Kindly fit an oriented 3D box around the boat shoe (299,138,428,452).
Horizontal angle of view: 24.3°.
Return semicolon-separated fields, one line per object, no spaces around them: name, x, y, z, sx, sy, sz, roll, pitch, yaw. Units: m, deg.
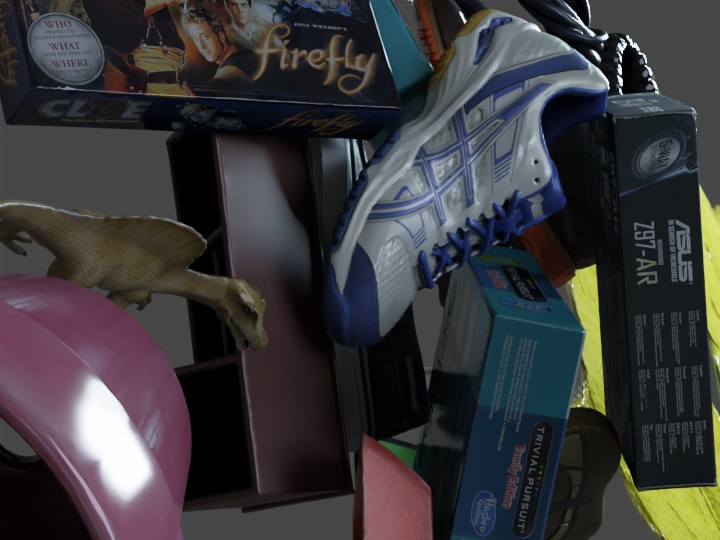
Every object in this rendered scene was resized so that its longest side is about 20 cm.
boat shoe;0.000;0.000;0.921;0.071;0.072;0.201;-13;112;-19

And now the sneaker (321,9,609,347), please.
sneaker;0.055;-0.041;0.845;0.200;0.088;0.075;-59;163;-14

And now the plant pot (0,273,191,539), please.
plant pot;-0.143;0.084;0.579;0.179;0.199;0.201;-52;124;-72

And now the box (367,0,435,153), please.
box;0.020;-0.097;0.965;0.082;0.049;0.200;63;3;20

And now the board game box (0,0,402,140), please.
board game box;-0.084;-0.132;0.804;0.200;0.035;0.136;-1;66;-36

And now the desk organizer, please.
desk organizer;-0.065;0.019;0.841;0.077;0.072;0.201;8;72;-56

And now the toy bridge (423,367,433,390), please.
toy bridge;0.075;0.078;1.061;0.200;0.067;0.027;15;66;-57

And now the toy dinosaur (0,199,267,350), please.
toy dinosaur;-0.120;-0.009;0.724;0.200;0.101;0.058;27;56;-53

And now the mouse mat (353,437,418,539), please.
mouse mat;0.052;0.190;1.036;0.200;0.008;0.161;25;58;-56

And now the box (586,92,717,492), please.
box;0.159;0.005;0.936;0.160;0.043;0.201;-75;160;-81

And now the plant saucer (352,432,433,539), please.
plant saucer;0.016;0.201;0.835;0.200;0.037;0.200;92;-3;-70

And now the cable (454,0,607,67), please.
cable;0.078;-0.167;1.036;0.051;0.200;0.163;-40;135;-11

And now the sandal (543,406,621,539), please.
sandal;0.105;0.125;0.993;0.200;0.080;0.054;100;-22;-55

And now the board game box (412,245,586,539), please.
board game box;0.068;0.077;0.883;0.200;0.047;0.151;-97;-163;-78

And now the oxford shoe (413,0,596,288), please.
oxford shoe;0.098;-0.091;1.030;0.200;0.072;0.071;59;3;-11

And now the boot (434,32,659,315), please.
boot;0.127;-0.041;1.105;0.079;0.157;0.212;10;69;-59
